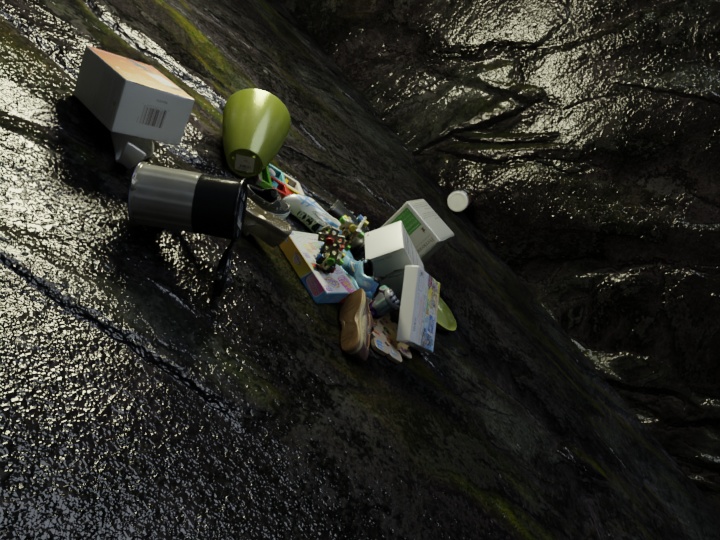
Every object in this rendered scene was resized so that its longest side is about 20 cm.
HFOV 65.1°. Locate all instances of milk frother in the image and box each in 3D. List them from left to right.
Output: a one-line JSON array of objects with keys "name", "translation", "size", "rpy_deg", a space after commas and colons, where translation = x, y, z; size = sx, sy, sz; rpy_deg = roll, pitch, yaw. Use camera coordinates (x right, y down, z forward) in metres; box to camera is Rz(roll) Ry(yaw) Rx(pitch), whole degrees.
[{"name": "milk frother", "translation": [-0.315, -0.073, 1.028], "size": [0.188, 0.181, 0.200], "rpy_deg": [9, 62, -4]}]

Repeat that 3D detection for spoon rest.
[{"name": "spoon rest", "translation": [-0.470, -0.256, 1.156], "size": [0.099, 0.061, 0.200], "rpy_deg": [35, 11, -30]}]

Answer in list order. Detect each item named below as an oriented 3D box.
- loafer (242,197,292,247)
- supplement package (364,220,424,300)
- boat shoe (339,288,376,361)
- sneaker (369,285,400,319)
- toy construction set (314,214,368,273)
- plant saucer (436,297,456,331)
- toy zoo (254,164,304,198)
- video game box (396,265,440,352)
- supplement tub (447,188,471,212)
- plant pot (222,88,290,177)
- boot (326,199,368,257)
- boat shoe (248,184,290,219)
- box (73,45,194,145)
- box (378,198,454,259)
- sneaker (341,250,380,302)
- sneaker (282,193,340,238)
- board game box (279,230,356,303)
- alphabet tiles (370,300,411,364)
[{"name": "loafer", "translation": [-0.255, -0.116, 1.290], "size": [0.200, 0.068, 0.076], "rpy_deg": [32, 20, 4]}, {"name": "supplement package", "translation": [0.102, -0.021, 1.613], "size": [0.117, 0.117, 0.200], "rpy_deg": [-92, 157, -44]}, {"name": "boat shoe", "translation": [-0.002, 0.129, 1.334], "size": [0.072, 0.072, 0.200], "rpy_deg": [45, 26, -30]}, {"name": "sneaker", "translation": [0.048, 0.088, 1.472], "size": [0.075, 0.087, 0.200], "rpy_deg": [57, -2, 5]}, {"name": "toy construction set", "translation": [-0.052, -0.070, 1.381], "size": [0.092, 0.131, 0.200], "rpy_deg": [47, 21, 0]}, {"name": "plant saucer", "translation": [0.232, 0.122, 1.830], "size": [0.200, 0.031, 0.200], "rpy_deg": [38, 24, -20]}, {"name": "toy zoo", "translation": [-0.224, -0.243, 1.622], "size": [0.200, 0.020, 0.131], "rpy_deg": [30, 28, -37]}, {"name": "video game box", "translation": [0.158, 0.106, 1.511], "size": [0.182, 0.047, 0.201], "rpy_deg": [32, 63, -57]}, {"name": "supplement tub", "translation": [0.570, -0.405, 3.241], "size": [0.123, 0.122, 0.200], "rpy_deg": [48, 22, 2]}, {"name": "plant pot", "translation": [-0.289, -0.346, 1.502], "size": [0.187, 0.187, 0.200], "rpy_deg": [33, 40, -31]}, {"name": "boot", "translation": [-0.037, -0.132, 1.709], "size": [0.162, 0.073, 0.198], "rpy_deg": [46, 15, -8]}, {"name": "boat shoe", "translation": [-0.235, -0.180, 1.430], "size": [0.200, 0.066, 0.070], "rpy_deg": [10, 42, -57]}, {"name": "box", "translation": [-0.465, -0.356, 1.155], "size": [0.200, 0.107, 0.152], "rpy_deg": [40, 24, 32]}, {"name": "box", "translation": [0.169, -0.108, 1.880], "size": [0.171, 0.199, 0.200], "rpy_deg": [50, 23, 7]}, {"name": "sneaker", "translation": [0.000, 0.000, 1.514], "size": [0.078, 0.090, 0.200], "rpy_deg": [26, 21, -42]}, {"name": "sneaker", "translation": [-0.131, -0.144, 1.562], "size": [0.200, 0.072, 0.073], "rpy_deg": [32, 34, -27]}, {"name": "board game box", "translation": [-0.107, -0.009, 1.410], "size": [0.200, 0.040, 0.153], "rpy_deg": [56, 23, 20]}, {"name": "alphabet tiles", "translation": [0.053, 0.152, 1.467], "size": [0.195, 0.015, 0.200], "rpy_deg": [34, 25, -31]}]
